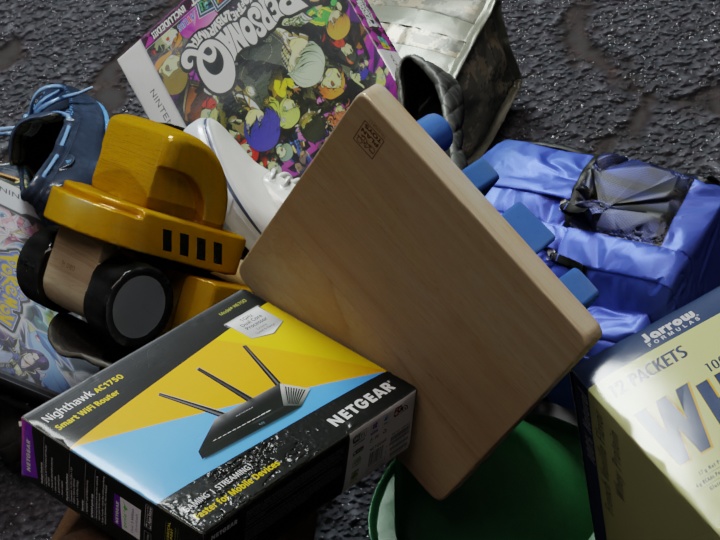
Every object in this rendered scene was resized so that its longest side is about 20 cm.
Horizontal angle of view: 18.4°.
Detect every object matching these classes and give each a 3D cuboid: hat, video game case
[{"bbox_3d":[0.063,0.102,1.445,0.198,0.177,0.166,-12,42,3],"label":"hat"},{"bbox_3d":[-0.072,-0.145,1.684,0.200,0.036,0.182,-37,71,24],"label":"video game case"},{"bbox_3d":[-0.234,0.023,1.628,0.026,0.180,0.201,-46,32,33],"label":"video game case"},{"bbox_3d":[-0.134,0.098,1.547,0.200,0.200,0.081,24,99,33],"label":"hat"}]

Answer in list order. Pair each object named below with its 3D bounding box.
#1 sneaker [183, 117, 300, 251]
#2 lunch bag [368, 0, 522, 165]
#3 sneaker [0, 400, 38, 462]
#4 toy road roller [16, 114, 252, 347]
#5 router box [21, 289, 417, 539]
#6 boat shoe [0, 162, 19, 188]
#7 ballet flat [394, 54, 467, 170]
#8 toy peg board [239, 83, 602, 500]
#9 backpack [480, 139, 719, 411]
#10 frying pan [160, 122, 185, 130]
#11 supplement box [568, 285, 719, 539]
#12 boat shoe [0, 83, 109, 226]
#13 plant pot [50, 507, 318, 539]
[{"bbox_3d":[-0.049,-0.038,1.624,0.071,0.200,0.073,-37,4,14],"label":"sneaker"},{"bbox_3d":[0.009,-0.121,1.731,0.163,0.118,0.201,11,56,27],"label":"lunch bag"},{"bbox_3d":[-0.288,0.048,1.628,0.075,0.115,0.201,-39,37,14],"label":"sneaker"},{"bbox_3d":[-0.126,-0.022,1.542,0.123,0.199,0.147,22,95,48],"label":"toy road roller"},{"bbox_3d":[-0.084,0.098,1.345,0.149,0.051,0.200,28,38,29],"label":"router box"},{"bbox_3d":[-0.288,-0.060,1.785,0.199,0.071,0.091,21,53,22],"label":"boat shoe"},{"bbox_3d":[0.043,-0.073,1.532,0.066,0.057,0.201,-35,32,24],"label":"ballet flat"},{"bbox_3d":[0.054,0.001,1.378,0.200,0.199,0.098,48,48,9],"label":"toy peg board"},{"bbox_3d":[0.146,0.004,1.535,0.199,0.163,0.168,20,57,29],"label":"backpack"},{"bbox_3d":[-0.128,-0.027,1.671,0.115,0.031,0.190,-46,73,10],"label":"frying pan"},{"bbox_3d":[0.241,0.152,1.333,0.134,0.201,0.200,-27,45,-14],"label":"supplement box"},{"bbox_3d":[-0.230,-0.099,1.682,0.084,0.068,0.200,-53,27,11],"label":"boat shoe"},{"bbox_3d":[-0.115,0.189,1.407,0.199,0.201,0.199,-1,39,14],"label":"plant pot"}]
